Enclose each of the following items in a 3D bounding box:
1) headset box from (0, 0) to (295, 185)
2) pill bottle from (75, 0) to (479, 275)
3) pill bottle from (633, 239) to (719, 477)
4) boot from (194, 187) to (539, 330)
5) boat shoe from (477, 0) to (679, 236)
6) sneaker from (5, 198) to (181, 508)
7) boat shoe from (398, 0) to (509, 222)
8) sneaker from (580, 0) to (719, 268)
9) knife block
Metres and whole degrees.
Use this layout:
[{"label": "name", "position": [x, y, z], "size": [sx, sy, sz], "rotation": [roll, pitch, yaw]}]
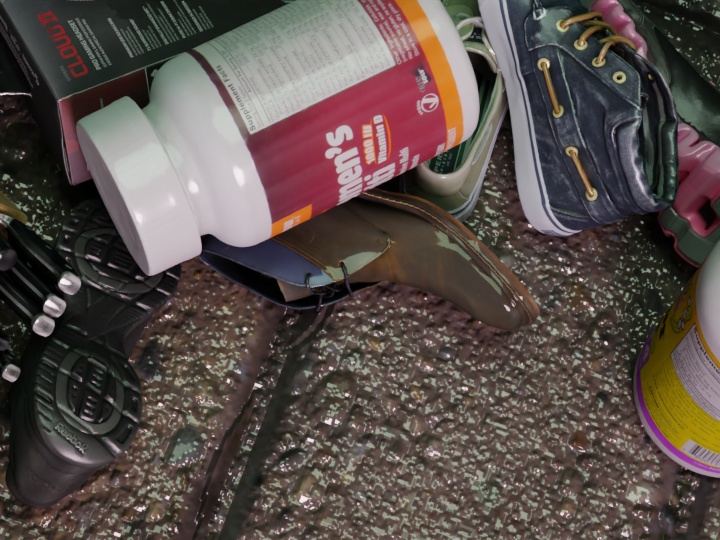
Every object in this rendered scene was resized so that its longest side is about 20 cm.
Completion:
[{"label": "headset box", "position": [-0.128, -0.147, 1.155], "size": [0.199, 0.075, 0.149], "rotation": [-22, 55, -17]}, {"label": "pill bottle", "position": [-0.045, -0.080, 1.076], "size": [0.199, 0.110, 0.110], "rotation": [-27, 73, -13]}, {"label": "pill bottle", "position": [0.220, 0.035, 1.080], "size": [0.103, 0.200, 0.105], "rotation": [3, 66, -8]}, {"label": "boot", "position": [0.000, 0.000, 1.139], "size": [0.199, 0.075, 0.097], "rotation": [33, 75, 17]}, {"label": "boat shoe", "position": [0.131, -0.125, 1.162], "size": [0.071, 0.090, 0.202], "rotation": [-13, 92, -50]}, {"label": "sneaker", "position": [-0.156, 0.042, 1.087], "size": [0.076, 0.091, 0.201], "rotation": [29, 41, -15]}, {"label": "boat shoe", "position": [0.068, -0.122, 1.200], "size": [0.071, 0.062, 0.202], "rotation": [12, 65, -3]}, {"label": "sneaker", "position": [0.195, -0.092, 1.213], "size": [0.095, 0.079, 0.201], "rotation": [-18, 70, -39]}, {"label": "knife block", "position": [-0.223, -0.034, 1.062], "size": [0.174, 0.064, 0.202], "rotation": [-17, 62, 31]}]
